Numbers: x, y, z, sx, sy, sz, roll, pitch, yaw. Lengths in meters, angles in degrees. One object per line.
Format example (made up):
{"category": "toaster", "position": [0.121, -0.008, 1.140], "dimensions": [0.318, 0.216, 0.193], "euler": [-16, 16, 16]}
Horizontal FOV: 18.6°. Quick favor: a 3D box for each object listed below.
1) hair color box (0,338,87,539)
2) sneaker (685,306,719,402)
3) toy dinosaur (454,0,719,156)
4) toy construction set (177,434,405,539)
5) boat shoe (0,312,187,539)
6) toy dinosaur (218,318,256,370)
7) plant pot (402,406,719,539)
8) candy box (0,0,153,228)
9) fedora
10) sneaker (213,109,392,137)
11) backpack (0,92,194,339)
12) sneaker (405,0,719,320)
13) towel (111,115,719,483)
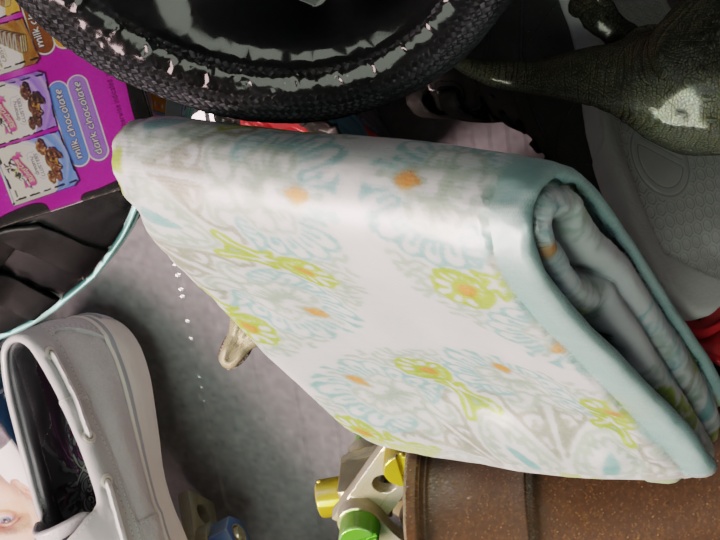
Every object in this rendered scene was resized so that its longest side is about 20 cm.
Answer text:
{"category": "hair color box", "position": [-0.193, 0.077, 1.073], "dimensions": [0.100, 0.061, 0.200], "euler": [-18, 114, 31]}
{"category": "sneaker", "position": [0.180, 0.002, 0.834], "dimensions": [0.200, 0.116, 0.078], "euler": [-17, 124, 34]}
{"category": "toy dinosaur", "position": [0.129, -0.071, 0.751], "dimensions": [0.200, 0.102, 0.077], "euler": [9, 126, -21]}
{"category": "toy construction set", "position": [-0.014, 0.139, 1.022], "dimensions": [0.200, 0.092, 0.131], "euler": [-21, 123, 36]}
{"category": "boat shoe", "position": [-0.121, 0.119, 1.010], "dimensions": [0.072, 0.068, 0.200], "euler": [-12, 85, 42]}
{"category": "toy dinosaur", "position": [0.000, 0.000, 0.931], "dimensions": [0.200, 0.088, 0.048], "euler": [-21, 95, 30]}
{"category": "plant pot", "position": [0.147, 0.118, 0.894], "dimensions": [0.198, 0.200, 0.200], "euler": [-17, 114, 21]}
{"category": "candy box", "position": [-0.184, -0.071, 0.783], "dimensions": [0.200, 0.061, 0.137], "euler": [-18, 104, -8]}
{"category": "fedora", "position": [-0.036, -0.149, 0.727], "dimensions": [0.200, 0.092, 0.201], "euler": [3, 122, 5]}
{"category": "sneaker", "position": [-0.016, -0.096, 0.867], "dimensions": [0.079, 0.096, 0.200], "euler": [20, 160, 28]}
{"category": "backpack", "position": [-0.169, -0.080, 0.900], "dimensions": [0.200, 0.153, 0.176], "euler": [44, 118, -6]}
{"category": "sneaker", "position": [0.073, -0.061, 0.837], "dimensions": [0.099, 0.071, 0.200], "euler": [-34, 70, 43]}
{"category": "towel", "position": [0.026, 0.015, 0.781], "dimensions": [0.171, 0.048, 0.200], "euler": [6, 153, 32]}
